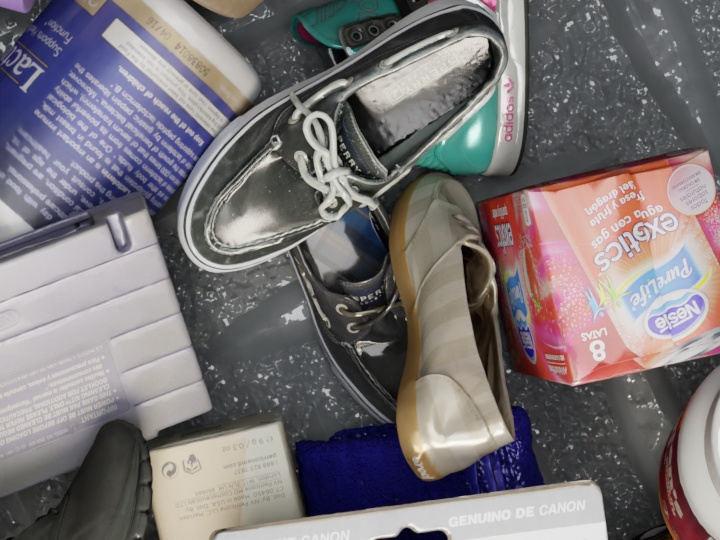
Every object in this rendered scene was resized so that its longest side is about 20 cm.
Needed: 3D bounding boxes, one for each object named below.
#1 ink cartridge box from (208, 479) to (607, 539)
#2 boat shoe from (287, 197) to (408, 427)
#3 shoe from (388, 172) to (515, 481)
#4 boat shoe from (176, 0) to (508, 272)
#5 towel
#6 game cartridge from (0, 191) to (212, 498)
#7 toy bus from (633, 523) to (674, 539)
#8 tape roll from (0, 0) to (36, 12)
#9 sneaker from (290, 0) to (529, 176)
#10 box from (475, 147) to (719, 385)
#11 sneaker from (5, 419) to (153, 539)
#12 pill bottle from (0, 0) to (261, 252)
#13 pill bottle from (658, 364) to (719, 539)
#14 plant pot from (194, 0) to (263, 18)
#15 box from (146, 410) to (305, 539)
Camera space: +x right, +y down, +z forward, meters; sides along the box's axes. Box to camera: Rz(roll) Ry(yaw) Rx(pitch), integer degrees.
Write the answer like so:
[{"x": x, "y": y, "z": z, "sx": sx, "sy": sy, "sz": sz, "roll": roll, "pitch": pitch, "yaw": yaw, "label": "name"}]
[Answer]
[{"x": 0.033, "y": 0.196, "z": 1.239, "sx": 0.198, "sy": 0.084, "sz": 0.177, "roll": -7, "pitch": 92, "yaw": 1, "label": "ink cartridge box"}, {"x": 0.000, "y": 0.000, "z": 1.342, "sx": 0.070, "sy": 0.066, "sz": 0.201, "roll": -23, "pitch": 92, "yaw": -2, "label": "boat shoe"}, {"x": 0.053, "y": 0.023, "z": 1.299, "sx": 0.053, "sy": 0.201, "sz": 0.070, "roll": -22, "pitch": 132, "yaw": 23, "label": "shoe"}, {"x": -0.008, "y": -0.061, "z": 1.269, "sx": 0.199, "sy": 0.068, "sz": 0.074, "roll": -31, "pitch": 108, "yaw": 5, "label": "boat shoe"}, {"x": 0.042, "y": 0.178, "z": 1.325, "sx": 0.147, "sy": 0.049, "sz": 0.201, "roll": -12, "pitch": 90, "yaw": 31, "label": "towel"}, {"x": -0.184, "y": 0.052, "z": 1.263, "sx": 0.199, "sy": 0.038, "sz": 0.130, "roll": -21, "pitch": 124, "yaw": -8, "label": "game cartridge"}, {"x": 0.209, "y": 0.156, "z": 1.350, "sx": 0.199, "sy": 0.078, "sz": 0.065, "roll": -25, "pitch": 92, "yaw": -3, "label": "toy bus"}, {"x": -0.173, "y": -0.235, "z": 1.264, "sx": 0.065, "sy": 0.200, "sz": 0.201, "roll": 14, "pitch": 90, "yaw": -3, "label": "tape roll"}, {"x": 0.023, "y": -0.149, "z": 1.339, "sx": 0.120, "sy": 0.084, "sz": 0.202, "roll": -2, "pitch": 92, "yaw": -13, "label": "sneaker"}, {"x": 0.124, "y": -0.001, "z": 1.283, "sx": 0.095, "sy": 0.200, "sz": 0.100, "roll": -13, "pitch": 91, "yaw": -4, "label": "box"}, {"x": -0.160, "y": 0.159, "z": 1.227, "sx": 0.090, "sy": 0.076, "sz": 0.201, "roll": 21, "pitch": 65, "yaw": -2, "label": "sneaker"}, {"x": -0.155, "y": -0.060, "z": 1.309, "sx": 0.116, "sy": 0.116, "sz": 0.200, "roll": 41, "pitch": 88, "yaw": -3, "label": "pill bottle"}, {"x": 0.205, "y": 0.094, "z": 1.216, "sx": 0.109, "sy": 0.200, "sz": 0.110, "roll": 0, "pitch": 78, "yaw": 2, "label": "pill bottle"}, {"x": -0.061, "y": -0.231, "z": 1.281, "sx": 0.200, "sy": 0.200, "sz": 0.175, "roll": 35, "pitch": 98, "yaw": -3, "label": "plant pot"}, {"x": -0.057, "y": 0.182, "z": 1.328, "sx": 0.077, "sy": 0.095, "sz": 0.201, "roll": -12, "pitch": 90, "yaw": -3, "label": "box"}]
